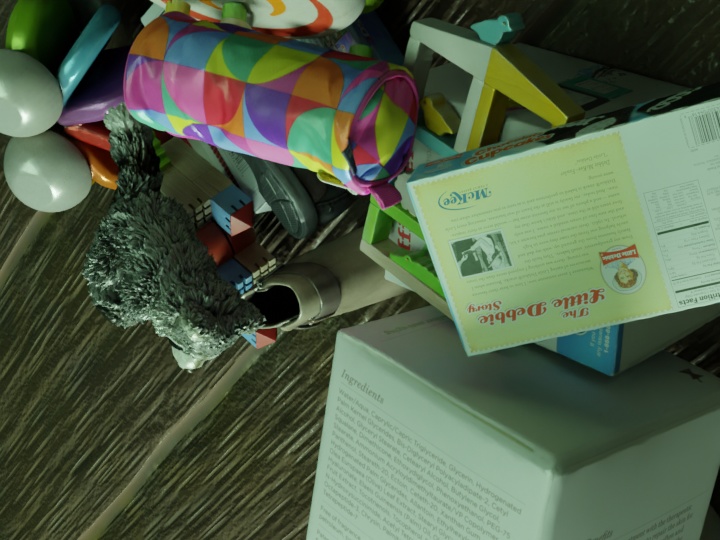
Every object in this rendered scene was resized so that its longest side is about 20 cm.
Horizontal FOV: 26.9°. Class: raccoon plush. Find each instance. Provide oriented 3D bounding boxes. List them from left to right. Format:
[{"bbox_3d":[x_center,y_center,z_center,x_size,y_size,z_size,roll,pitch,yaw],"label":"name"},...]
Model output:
[{"bbox_3d":[-0.149,-0.023,1.148,0.133,0.096,0.203,9,120,48],"label":"raccoon plush"}]

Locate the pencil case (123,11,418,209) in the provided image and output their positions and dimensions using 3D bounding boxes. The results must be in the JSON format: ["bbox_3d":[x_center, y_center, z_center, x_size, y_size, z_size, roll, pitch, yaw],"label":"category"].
[{"bbox_3d":[-0.058,-0.106,0.962,0.198,0.088,0.090,21,122,30],"label":"pencil case"}]

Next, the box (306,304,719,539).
[{"bbox_3d":[0.102,0.133,0.995,0.199,0.197,0.174,30,120,39],"label":"box"}]

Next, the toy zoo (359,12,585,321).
[{"bbox_3d":[0.068,-0.067,0.941,0.131,0.020,0.202,37,129,32],"label":"toy zoo"}]

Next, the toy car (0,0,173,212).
[{"bbox_3d":[-0.239,-0.157,1.339,0.148,0.176,0.202,4,133,20],"label":"toy car"}]

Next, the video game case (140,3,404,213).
[{"bbox_3d":[-0.071,-0.181,1.221,0.181,0.045,0.201,-39,77,37],"label":"video game case"}]

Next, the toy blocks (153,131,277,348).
[{"bbox_3d":[-0.128,-0.013,1.281,0.136,0.100,0.201,39,149,28],"label":"toy blocks"}]

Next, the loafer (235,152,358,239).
[{"bbox_3d":[-0.073,-0.119,1.184,0.201,0.062,0.072,58,159,15],"label":"loafer"}]

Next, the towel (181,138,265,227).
[{"bbox_3d":[-0.115,-0.120,1.337,0.145,0.023,0.200,56,136,17],"label":"towel"}]

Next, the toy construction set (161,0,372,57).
[{"bbox_3d":[-0.043,-0.135,1.082,0.198,0.131,0.093,20,83,13],"label":"toy construction set"}]

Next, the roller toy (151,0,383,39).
[{"bbox_3d":[-0.076,-0.258,1.066,0.180,0.200,0.142,8,81,13],"label":"roller toy"}]

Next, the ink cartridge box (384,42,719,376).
[{"bbox_3d":[0.134,-0.049,1.004,0.199,0.145,0.149,22,122,39],"label":"ink cartridge box"}]

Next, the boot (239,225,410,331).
[{"bbox_3d":[0.000,0.000,1.170,0.199,0.145,0.071,-27,87,49],"label":"boot"}]

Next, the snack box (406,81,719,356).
[{"bbox_3d":[0.136,-0.027,0.867,0.198,0.037,0.117,-13,108,23],"label":"snack box"}]

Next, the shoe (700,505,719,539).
[{"bbox_3d":[0.231,0.256,1.091,0.090,0.071,0.202,-15,100,43],"label":"shoe"}]
